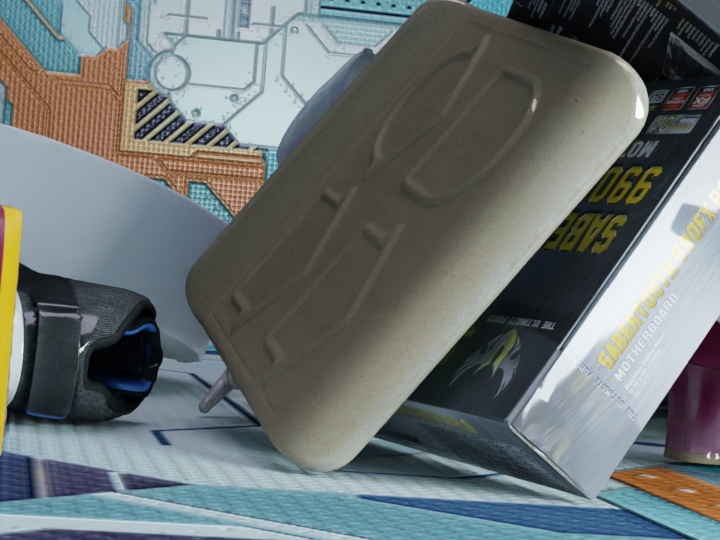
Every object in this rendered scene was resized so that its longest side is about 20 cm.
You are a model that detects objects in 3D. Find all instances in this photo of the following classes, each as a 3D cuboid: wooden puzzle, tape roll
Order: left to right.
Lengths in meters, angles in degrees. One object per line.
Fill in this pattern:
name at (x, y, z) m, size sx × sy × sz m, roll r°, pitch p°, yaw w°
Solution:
tape roll at (-0.167, -0.016, 0.983) m, size 0.202 × 0.071 × 0.202 m, roll 18°, pitch -11°, yaw 4°
wooden puzzle at (0.019, -0.018, 0.722) m, size 0.046 × 0.185 × 0.200 m, roll 40°, pitch 1°, yaw -25°

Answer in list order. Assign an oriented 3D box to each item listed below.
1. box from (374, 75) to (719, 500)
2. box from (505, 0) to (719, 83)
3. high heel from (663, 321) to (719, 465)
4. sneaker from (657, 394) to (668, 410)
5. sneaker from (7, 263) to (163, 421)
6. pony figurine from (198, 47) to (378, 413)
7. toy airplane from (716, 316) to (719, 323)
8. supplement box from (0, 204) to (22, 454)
box at (0.068, 0.001, 0.716) m, size 0.048 × 0.158 × 0.200 m, roll 42°, pitch -14°, yaw -20°
box at (0.136, -0.080, 0.741) m, size 0.158 × 0.050 × 0.200 m, roll 40°, pitch -12°, yaw 6°
high heel at (0.217, 0.041, 0.832) m, size 0.200 × 0.096 × 0.067 m, roll 4°, pitch 0°, yaw -28°
sneaker at (0.185, 0.051, 1.078) m, size 0.078 × 0.075 × 0.200 m, roll 8°, pitch 3°, yaw 22°
sneaker at (-0.144, 0.030, 0.793) m, size 0.112 × 0.073 × 0.200 m, roll 8°, pitch 8°, yaw -9°
pony figurine at (0.000, 0.000, 0.904) m, size 0.193 × 0.167 × 0.200 m, roll -38°, pitch 2°, yaw 1°
toy airplane at (0.234, 0.034, 0.685) m, size 0.200 × 0.141 × 0.199 m, roll -1°, pitch -32°, yaw -14°
supplement box at (-0.201, 0.013, 0.518) m, size 0.110 × 0.086 × 0.200 m, roll 5°, pitch 1°, yaw 24°
